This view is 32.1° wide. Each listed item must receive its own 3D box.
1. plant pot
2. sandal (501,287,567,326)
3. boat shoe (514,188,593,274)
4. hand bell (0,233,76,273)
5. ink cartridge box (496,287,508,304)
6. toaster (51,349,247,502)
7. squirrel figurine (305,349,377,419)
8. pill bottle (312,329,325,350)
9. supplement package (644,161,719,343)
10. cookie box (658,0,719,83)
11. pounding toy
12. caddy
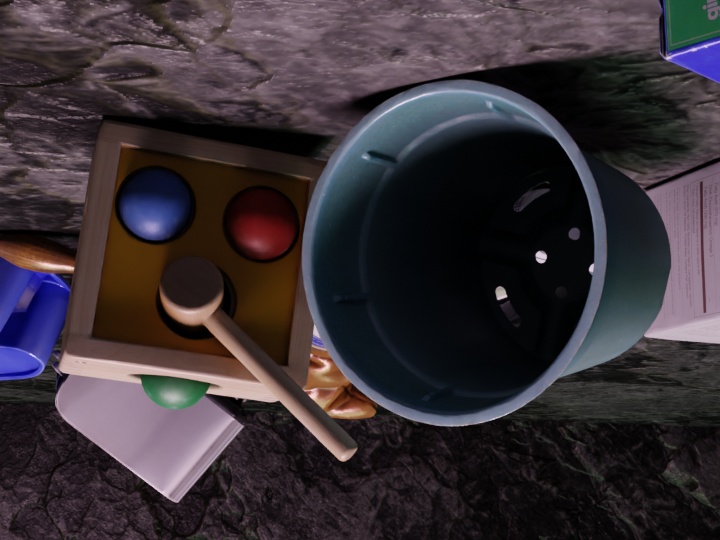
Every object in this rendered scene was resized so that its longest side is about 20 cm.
[{"bbox_3d":[0.099,-0.009,0.807,0.200,0.201,0.196,-6,176,32],"label":"plant pot"},{"bbox_3d":[0.173,0.041,1.142,0.200,0.043,0.076,-18,169,-22],"label":"sandal"},{"bbox_3d":[0.184,-0.023,1.020,0.200,0.074,0.065,20,165,-32],"label":"boat shoe"},{"bbox_3d":[-0.239,0.000,1.143,0.200,0.104,0.104,13,168,-4],"label":"hand bell"},{"bbox_3d":[0.087,0.029,1.158,0.200,0.048,0.146,-18,170,-4],"label":"ink cartridge box"},{"bbox_3d":[-0.210,0.126,1.255,0.200,0.119,0.181,40,175,-13],"label":"toaster"},{"bbox_3d":[-0.059,0.075,1.346,0.200,0.142,0.187,0,163,-12],"label":"squirrel figurine"},{"bbox_3d":[0.000,0.000,1.009,0.112,0.112,0.200,4,168,-17],"label":"pill bottle"},{"bbox_3d":[0.303,-0.017,0.892,0.117,0.118,0.200,6,168,-22],"label":"supplement package"},{"bbox_3d":[0.245,-0.119,0.486,0.171,0.075,0.200,11,165,-42],"label":"cookie box"},{"bbox_3d":[-0.097,0.018,0.831,0.184,0.200,0.142,9,167,-14],"label":"pounding toy"},{"bbox_3d":[-0.372,0.031,1.218,0.200,0.105,0.141,-6,145,31],"label":"caddy"}]
